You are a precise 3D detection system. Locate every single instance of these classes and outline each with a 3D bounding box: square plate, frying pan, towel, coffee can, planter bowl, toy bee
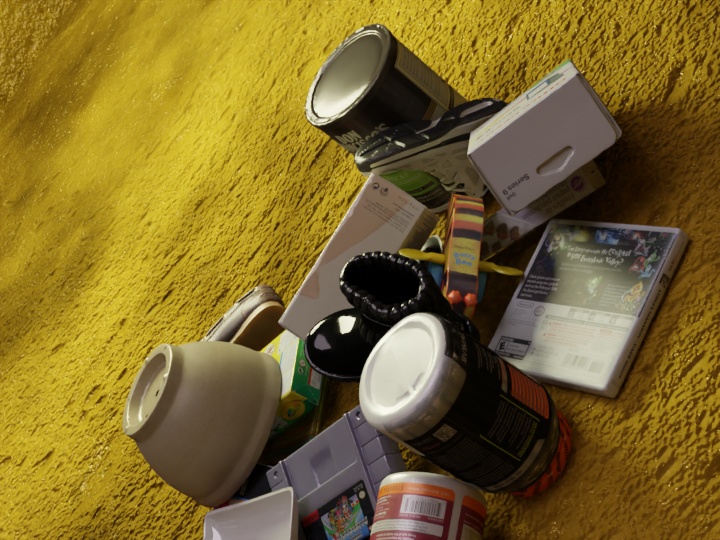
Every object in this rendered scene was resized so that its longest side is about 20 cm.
[{"bbox_3d":[-0.121,0.356,1.582,0.197,0.028,0.203,-26,58,50],"label":"square plate"},{"bbox_3d":[0.070,-0.013,1.688,0.116,0.031,0.191,115,159,-43],"label":"frying pan"},{"bbox_3d":[-0.078,0.174,1.762,0.086,0.018,0.202,-26,41,38],"label":"towel"},{"bbox_3d":[0.052,-0.185,1.752,0.146,0.199,0.147,-35,36,30],"label":"coffee can"},{"bbox_3d":[-0.205,0.169,1.729,0.200,0.134,0.202,-46,28,34],"label":"planter bowl"},{"bbox_3d":[0.114,0.012,1.542,0.109,0.129,0.203,128,130,-81],"label":"toy bee"}]

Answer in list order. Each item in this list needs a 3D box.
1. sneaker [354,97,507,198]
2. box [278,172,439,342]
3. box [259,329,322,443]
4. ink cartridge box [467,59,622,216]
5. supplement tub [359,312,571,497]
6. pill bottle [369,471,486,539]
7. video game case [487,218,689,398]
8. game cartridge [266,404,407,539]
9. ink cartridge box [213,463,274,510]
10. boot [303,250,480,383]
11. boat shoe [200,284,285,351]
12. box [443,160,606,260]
[{"bbox_3d":[0.093,-0.118,1.667,0.199,0.117,0.076,-20,26,-18],"label":"sneaker"},{"bbox_3d":[0.000,0.000,1.607,0.077,0.095,0.201,33,90,15],"label":"box"},{"bbox_3d":[-0.116,0.155,1.782,0.200,0.048,0.118,-38,33,42],"label":"box"},{"bbox_3d":[0.196,-0.147,1.532,0.145,0.088,0.200,-36,8,12],"label":"ink cartridge box"},{"bbox_3d":[0.105,0.135,1.364,0.122,0.199,0.124,-33,39,32],"label":"supplement tub"},{"bbox_3d":[0.054,0.304,1.358,0.109,0.109,0.202,-16,53,46],"label":"pill bottle"},{"bbox_3d":[0.229,0.033,1.470,0.199,0.023,0.183,8,67,57],"label":"video game case"},{"bbox_3d":[-0.023,0.238,1.529,0.200,0.038,0.131,-40,58,42],"label":"game cartridge"},{"bbox_3d":[-0.127,0.278,1.697,0.199,0.037,0.096,1,71,55],"label":"ink cartridge box"},{"bbox_3d":[0.007,0.047,1.456,0.209,0.158,0.080,-8,63,27],"label":"boot"},{"bbox_3d":[-0.179,0.103,1.923,0.200,0.070,0.070,-42,39,5],"label":"boat shoe"},{"bbox_3d":[0.182,-0.061,1.596,0.199,0.039,0.041,-33,-2,33],"label":"box"}]
